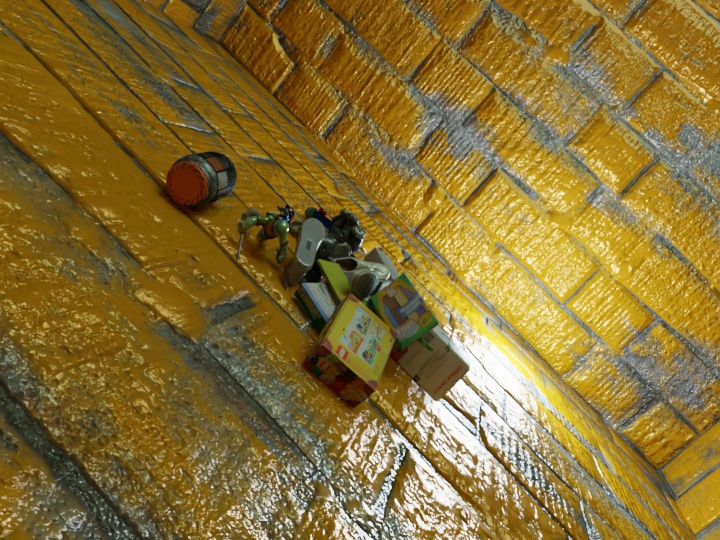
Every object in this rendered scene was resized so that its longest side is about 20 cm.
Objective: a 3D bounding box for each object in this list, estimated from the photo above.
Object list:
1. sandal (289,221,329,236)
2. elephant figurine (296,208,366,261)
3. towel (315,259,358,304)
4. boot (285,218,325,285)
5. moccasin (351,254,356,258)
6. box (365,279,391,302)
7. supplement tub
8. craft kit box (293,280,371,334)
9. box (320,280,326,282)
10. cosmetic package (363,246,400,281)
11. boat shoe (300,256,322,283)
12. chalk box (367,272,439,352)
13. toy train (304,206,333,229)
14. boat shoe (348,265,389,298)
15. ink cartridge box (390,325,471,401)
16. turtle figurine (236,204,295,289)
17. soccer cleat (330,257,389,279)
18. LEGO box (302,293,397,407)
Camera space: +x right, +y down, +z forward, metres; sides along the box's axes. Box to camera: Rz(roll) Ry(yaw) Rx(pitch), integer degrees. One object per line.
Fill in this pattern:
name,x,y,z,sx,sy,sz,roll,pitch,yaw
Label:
sandal,-0.161,-0.119,1.722,0.198,0.055,0.080,1,36,-47
elephant figurine,-0.089,-0.077,1.531,0.156,0.199,0.141,54,-22,-8
towel,-0.046,0.052,1.340,0.085,0.018,0.202,16,35,-47
boot,-0.154,-0.051,1.382,0.073,0.096,0.202,32,38,-13
moccasin,-0.072,-0.055,1.737,0.201,0.080,0.069,50,19,-30
box,0.043,0.074,1.601,0.199,0.060,0.119,31,50,-37
supplement tub,-0.388,-0.224,1.277,0.122,0.123,0.200,40,16,-6
craft kit box,-0.043,0.114,1.311,0.195,0.049,0.201,-3,50,-49
box,-0.041,0.108,1.431,0.200,0.042,0.119,45,16,13
cosmetic package,0.071,0.024,1.811,0.084,0.108,0.201,32,20,-32
boat shoe,-0.137,-0.007,1.457,0.068,0.057,0.201,36,16,-25
chalk box,0.120,0.132,1.366,0.202,0.123,0.125,56,-8,11
toy train,-0.113,-0.156,1.896,0.199,0.085,0.116,34,4,-31
boat shoe,0.010,0.029,1.390,0.068,0.075,0.199,37,5,24
ink cartridge box,0.196,0.241,1.471,0.200,0.145,0.084,46,15,10
turtle figurine,-0.254,-0.080,1.328,0.141,0.204,0.193,8,10,-26
soccer cleat,0.000,0.000,1.492,0.196,0.078,0.071,3,60,-21
LEGO box,-0.017,0.169,1.144,0.148,0.077,0.201,41,34,-6
